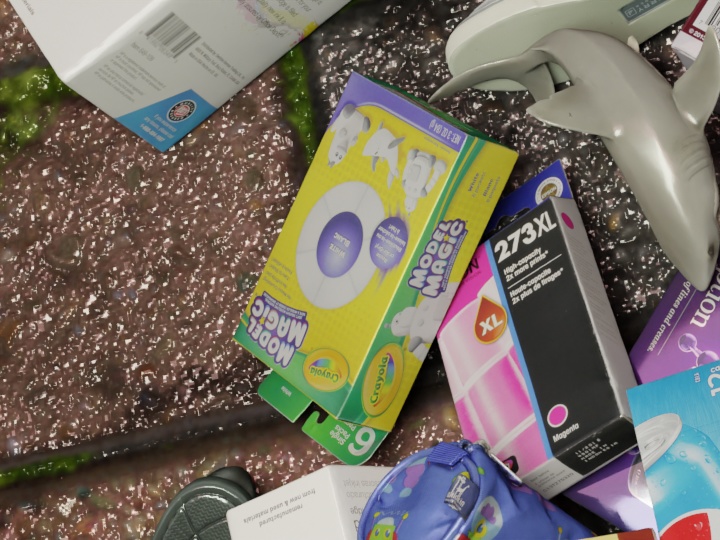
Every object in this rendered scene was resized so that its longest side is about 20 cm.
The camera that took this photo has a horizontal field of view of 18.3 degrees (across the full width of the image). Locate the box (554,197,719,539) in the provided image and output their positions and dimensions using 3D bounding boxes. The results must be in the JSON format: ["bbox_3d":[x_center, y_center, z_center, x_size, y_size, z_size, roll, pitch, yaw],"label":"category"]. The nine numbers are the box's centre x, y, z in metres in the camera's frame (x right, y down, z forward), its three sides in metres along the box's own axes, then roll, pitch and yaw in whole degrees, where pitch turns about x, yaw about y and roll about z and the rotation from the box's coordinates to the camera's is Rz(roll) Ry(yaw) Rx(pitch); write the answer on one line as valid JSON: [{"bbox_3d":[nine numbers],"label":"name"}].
[{"bbox_3d":[0.216,0.069,1.192,0.141,0.079,0.200,29,88,20],"label":"box"}]

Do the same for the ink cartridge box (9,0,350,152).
[{"bbox_3d":[-0.104,-0.202,1.327,0.200,0.147,0.146,-38,68,6],"label":"ink cartridge box"}]

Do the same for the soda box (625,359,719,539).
[{"bbox_3d":[0.188,0.148,1.087,0.064,0.068,0.200,-20,63,18],"label":"soda box"}]

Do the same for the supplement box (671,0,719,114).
[{"bbox_3d":[0.254,-0.177,1.218,0.061,0.109,0.200,32,88,23],"label":"supplement box"}]

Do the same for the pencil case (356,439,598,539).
[{"bbox_3d":[0.090,0.156,1.148,0.087,0.200,0.078,-58,32,-4],"label":"pencil case"}]

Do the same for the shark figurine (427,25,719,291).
[{"bbox_3d":[0.115,-0.091,1.196,0.089,0.128,0.214,-13,37,-27],"label":"shark figurine"}]

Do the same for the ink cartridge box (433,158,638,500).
[{"bbox_3d":[0.089,0.030,1.219,0.095,0.037,0.200,-35,44,24],"label":"ink cartridge box"}]

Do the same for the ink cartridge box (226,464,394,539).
[{"bbox_3d":[0.024,0.211,1.176,0.084,0.145,0.200,-27,68,36],"label":"ink cartridge box"}]

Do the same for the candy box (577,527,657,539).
[{"bbox_3d":[0.135,0.238,1.094,0.055,0.200,0.116,-10,38,1],"label":"candy box"}]

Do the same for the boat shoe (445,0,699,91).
[{"bbox_3d":[0.139,-0.170,1.286,0.200,0.070,0.072,-24,49,15],"label":"boat shoe"}]

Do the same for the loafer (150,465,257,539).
[{"bbox_3d":[-0.115,0.199,1.288,0.072,0.063,0.200,34,105,-1],"label":"loafer"}]

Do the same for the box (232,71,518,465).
[{"bbox_3d":[0.000,0.000,1.262,0.117,0.048,0.200,33,104,48],"label":"box"}]
